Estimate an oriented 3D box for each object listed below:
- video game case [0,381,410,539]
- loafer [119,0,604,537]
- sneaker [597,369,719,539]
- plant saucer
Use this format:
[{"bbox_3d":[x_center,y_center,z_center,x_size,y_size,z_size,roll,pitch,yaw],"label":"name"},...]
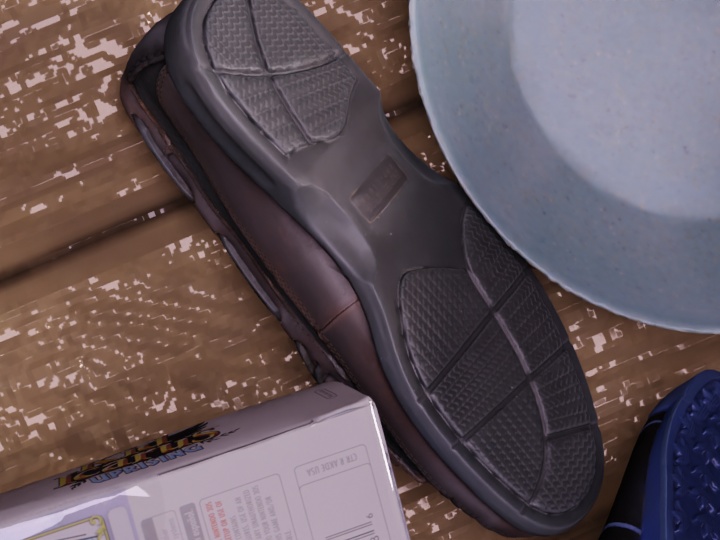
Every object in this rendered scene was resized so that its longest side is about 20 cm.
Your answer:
[{"bbox_3d":[-0.060,0.153,0.706,0.181,0.045,0.201,-18,100,-18],"label":"video game case"},{"bbox_3d":[0.000,0.000,0.789,0.072,0.063,0.200,-40,98,-39],"label":"loafer"},{"bbox_3d":[0.081,0.109,0.751,0.078,0.200,0.070,-35,109,33],"label":"sneaker"},{"bbox_3d":[0.111,-0.079,0.811,0.200,0.039,0.202,0,87,-8],"label":"plant saucer"}]
